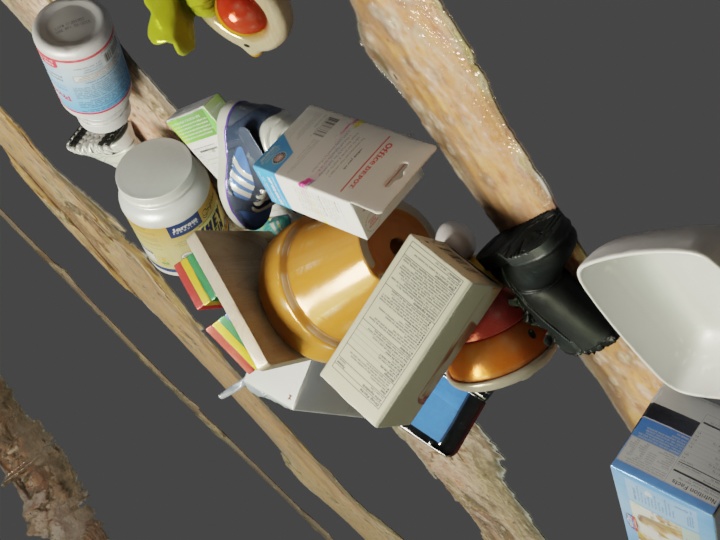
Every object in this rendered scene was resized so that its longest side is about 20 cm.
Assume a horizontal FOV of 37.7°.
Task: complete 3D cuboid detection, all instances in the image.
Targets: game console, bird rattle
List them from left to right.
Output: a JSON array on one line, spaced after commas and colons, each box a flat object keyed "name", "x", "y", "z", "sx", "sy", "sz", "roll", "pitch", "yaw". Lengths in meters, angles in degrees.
[{"name": "bird rattle", "x": -0.140, "y": -0.308, "z": 1.138, "sx": 0.163, "sy": 0.113, "sz": 0.200, "roll": 34, "pitch": 147, "yaw": -16}, {"name": "game console", "x": 0.087, "y": 0.154, "z": 1.565, "sx": 0.200, "sy": 0.119, "sz": 0.172, "roll": 31, "pitch": 157, "yaw": 21}]

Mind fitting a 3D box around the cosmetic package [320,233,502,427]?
[{"name": "cosmetic package", "x": 0.057, "y": 0.070, "z": 1.204, "sx": 0.103, "sy": 0.200, "sz": 0.087, "roll": 41, "pitch": -165, "yaw": 28}]

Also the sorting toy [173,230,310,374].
[{"name": "sorting toy", "x": -0.145, "y": 0.048, "z": 1.417, "sx": 0.199, "sy": 0.070, "sz": 0.200, "roll": 59, "pitch": -158, "yaw": 12}]

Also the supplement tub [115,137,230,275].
[{"name": "supplement tub", "x": -0.297, "y": -0.100, "z": 1.672, "sx": 0.144, "sy": 0.144, "sz": 0.200, "roll": 29, "pitch": 156, "yaw": 26}]

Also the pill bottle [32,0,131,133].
[{"name": "pill bottle", "x": -0.391, "y": -0.288, "z": 1.514, "sx": 0.109, "sy": 0.109, "sz": 0.200, "roll": 33, "pitch": 157, "yaw": 18}]

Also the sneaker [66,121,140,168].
[{"name": "sneaker", "x": -0.430, "y": -0.209, "z": 1.790, "sx": 0.200, "sy": 0.075, "sz": 0.081, "roll": 15, "pitch": 156, "yaw": 48}]

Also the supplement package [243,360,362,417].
[{"name": "supplement package", "x": -0.071, "y": 0.161, "z": 1.730, "sx": 0.117, "sy": 0.117, "sz": 0.200, "roll": 25, "pitch": -175, "yaw": 35}]

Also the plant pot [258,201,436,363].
[{"name": "plant pot", "x": 0.000, "y": 0.000, "z": 1.344, "sx": 0.200, "sy": 0.200, "sz": 0.183, "roll": 45, "pitch": 143, "yaw": -12}]

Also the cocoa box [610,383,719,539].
[{"name": "cocoa box", "x": 0.392, "y": 0.257, "z": 1.243, "sx": 0.133, "sy": 0.131, "sz": 0.200, "roll": 24, "pitch": 153, "yaw": 36}]

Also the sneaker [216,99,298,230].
[{"name": "sneaker", "x": -0.111, "y": -0.120, "z": 1.375, "sx": 0.146, "sy": 0.081, "sz": 0.200, "roll": 23, "pitch": 133, "yaw": 33}]

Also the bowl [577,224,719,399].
[{"name": "bowl", "x": 0.326, "y": 0.032, "z": 1.001, "sx": 0.200, "sy": 0.075, "sz": 0.200, "roll": 46, "pitch": 157, "yaw": -17}]

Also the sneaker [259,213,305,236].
[{"name": "sneaker", "x": -0.138, "y": -0.044, "z": 1.605, "sx": 0.078, "sy": 0.080, "sz": 0.200, "roll": 45, "pitch": 158, "yaw": -10}]

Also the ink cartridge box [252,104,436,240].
[{"name": "ink cartridge box", "x": -0.011, "y": -0.111, "z": 1.222, "sx": 0.200, "sy": 0.115, "sz": 0.068, "roll": 24, "pitch": 153, "yaw": 36}]

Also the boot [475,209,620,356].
[{"name": "boot", "x": 0.221, "y": 0.021, "z": 1.154, "sx": 0.162, "sy": 0.073, "sz": 0.198, "roll": 46, "pitch": 165, "yaw": -7}]

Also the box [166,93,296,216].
[{"name": "box", "x": -0.177, "y": -0.159, "z": 1.514, "sx": 0.200, "sy": 0.036, "sz": 0.144, "roll": 48, "pitch": 157, "yaw": -21}]

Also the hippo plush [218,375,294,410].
[{"name": "hippo plush", "x": -0.150, "y": 0.152, "z": 1.972, "sx": 0.200, "sy": 0.159, "sz": 0.161, "roll": 7, "pitch": 112, "yaw": 31}]

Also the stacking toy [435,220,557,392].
[{"name": "stacking toy", "x": 0.140, "y": 0.033, "z": 1.273, "sx": 0.146, "sy": 0.146, "sz": 0.200, "roll": 2, "pitch": 121, "yaw": 57}]
